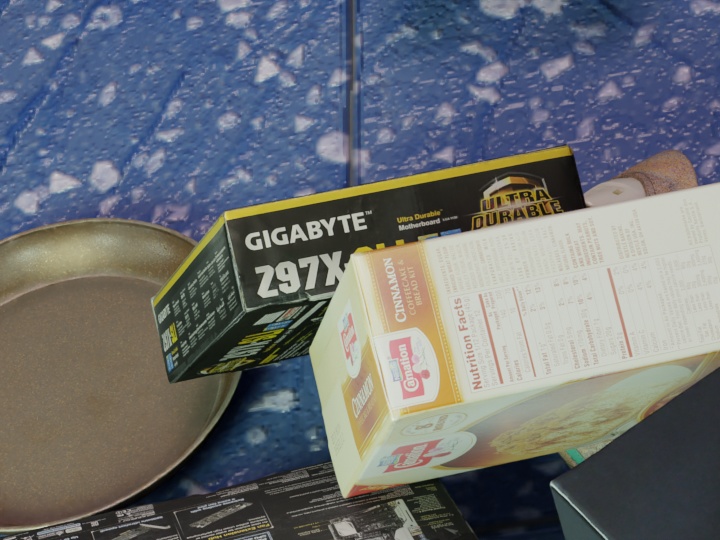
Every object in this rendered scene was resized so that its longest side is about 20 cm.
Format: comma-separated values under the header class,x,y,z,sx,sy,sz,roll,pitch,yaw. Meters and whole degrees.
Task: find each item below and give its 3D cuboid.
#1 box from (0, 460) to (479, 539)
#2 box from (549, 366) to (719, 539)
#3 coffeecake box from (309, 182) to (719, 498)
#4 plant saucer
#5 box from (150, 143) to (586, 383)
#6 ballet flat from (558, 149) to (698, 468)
class,x,y,z,sx,sy,sz,roll,pitch,yaw
box,-0.049,0.142,1.198,0.200,0.050,0.158,-13,20,-9
box,0.198,0.120,1.101,0.198,0.200,0.123,-34,48,-15
coffeecake box,0.089,0.028,1.176,0.200,0.154,0.073,-11,76,-10
plant saucer,-0.149,0.057,1.389,0.200,0.032,0.200,-9,45,10
box,0.000,0.000,1.267,0.159,0.200,0.049,-10,81,-14
ballet flat,0.116,0.005,1.318,0.068,0.067,0.200,-35,31,39
